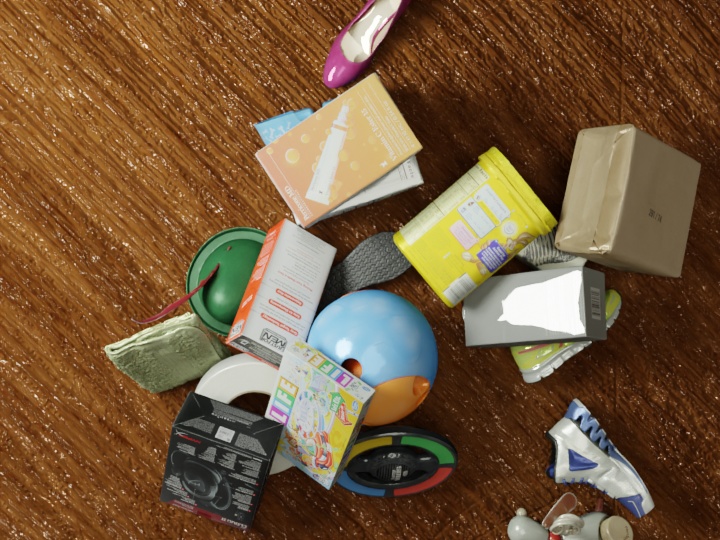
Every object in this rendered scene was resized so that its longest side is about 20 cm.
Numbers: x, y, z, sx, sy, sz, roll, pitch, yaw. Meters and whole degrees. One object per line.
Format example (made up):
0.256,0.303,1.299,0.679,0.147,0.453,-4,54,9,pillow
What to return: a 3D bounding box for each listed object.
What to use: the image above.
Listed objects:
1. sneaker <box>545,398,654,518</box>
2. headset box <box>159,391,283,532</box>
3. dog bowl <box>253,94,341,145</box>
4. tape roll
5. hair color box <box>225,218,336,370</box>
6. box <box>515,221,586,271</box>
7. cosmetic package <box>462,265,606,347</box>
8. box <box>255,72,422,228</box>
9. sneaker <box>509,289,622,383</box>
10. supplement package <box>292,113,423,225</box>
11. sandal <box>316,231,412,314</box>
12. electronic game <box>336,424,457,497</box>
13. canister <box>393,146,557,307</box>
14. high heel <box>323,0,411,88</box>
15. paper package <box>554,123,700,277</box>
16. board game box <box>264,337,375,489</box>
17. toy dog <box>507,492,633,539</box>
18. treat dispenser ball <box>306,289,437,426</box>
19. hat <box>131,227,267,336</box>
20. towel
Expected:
0.358,0.313,1.479,0.115,0.081,0.200,-38,86,4,sneaker
-0.209,0.291,1.392,0.148,0.077,0.201,19,130,2,headset box
-0.059,-0.228,1.423,0.199,0.112,0.050,-19,102,-1,dog bowl
-0.160,0.223,1.443,0.201,0.037,0.204,-1,112,-3,tape roll
-0.115,0.036,1.398,0.101,0.061,0.201,31,59,-21,hair color box
0.255,-0.059,1.459,0.199,0.068,0.082,31,92,-3,box
0.256,0.058,1.402,0.199,0.090,0.108,-6,80,37,cosmetic package
-0.030,-0.165,1.321,0.199,0.097,0.125,-34,93,0,box
0.316,0.085,1.463,0.200,0.078,0.091,-38,91,1,sneaker
-0.017,-0.150,1.425,0.199,0.110,0.115,-17,93,-1,supplement package
0.000,0.000,1.472,0.199,0.045,0.075,-30,87,14,sandal
0.049,0.292,1.425,0.198,0.201,0.042,-3,50,-2,electronic game
0.165,-0.061,1.382,0.200,0.087,0.149,-40,94,6,canister
0.012,-0.362,1.424,0.067,0.096,0.200,44,90,-3,high heel
0.397,-0.099,1.389,0.199,0.103,0.192,15,86,-41,paper package
-0.066,0.207,1.338,0.134,0.034,0.201,32,132,16,board game box
0.328,0.389,1.464,0.199,0.097,0.132,28,133,-31,toy dog
0.015,0.129,1.393,0.199,0.201,0.203,0,92,-2,treat dispenser ball
-0.196,0.032,1.393,0.165,0.176,0.201,35,91,-1,hat
-0.280,0.128,1.394,0.147,0.200,0.037,-21,65,0,towel
